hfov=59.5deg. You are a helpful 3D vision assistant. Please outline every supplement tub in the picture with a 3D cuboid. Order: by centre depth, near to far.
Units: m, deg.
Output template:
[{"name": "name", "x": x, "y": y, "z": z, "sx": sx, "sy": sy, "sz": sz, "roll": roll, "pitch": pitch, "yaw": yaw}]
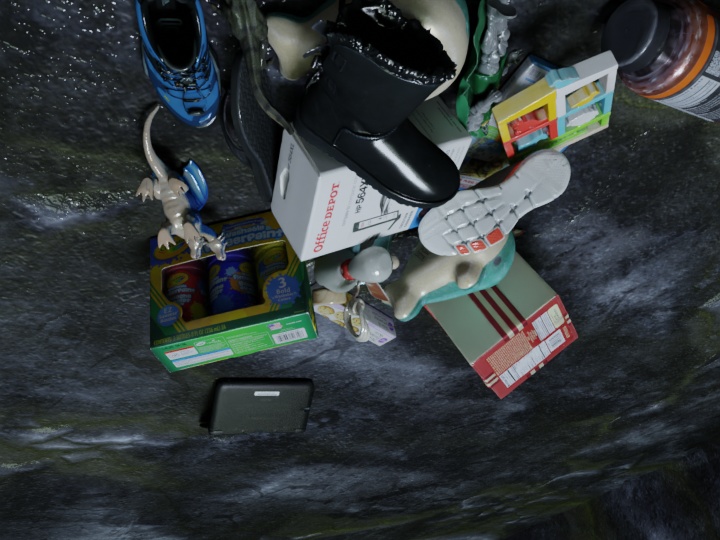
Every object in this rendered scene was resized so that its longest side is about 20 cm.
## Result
[{"name": "supplement tub", "x": 0.360, "y": -0.235, "z": 0.693, "sx": 0.198, "sy": 0.108, "sz": 0.107, "roll": 9, "pitch": 140, "yaw": -27}]

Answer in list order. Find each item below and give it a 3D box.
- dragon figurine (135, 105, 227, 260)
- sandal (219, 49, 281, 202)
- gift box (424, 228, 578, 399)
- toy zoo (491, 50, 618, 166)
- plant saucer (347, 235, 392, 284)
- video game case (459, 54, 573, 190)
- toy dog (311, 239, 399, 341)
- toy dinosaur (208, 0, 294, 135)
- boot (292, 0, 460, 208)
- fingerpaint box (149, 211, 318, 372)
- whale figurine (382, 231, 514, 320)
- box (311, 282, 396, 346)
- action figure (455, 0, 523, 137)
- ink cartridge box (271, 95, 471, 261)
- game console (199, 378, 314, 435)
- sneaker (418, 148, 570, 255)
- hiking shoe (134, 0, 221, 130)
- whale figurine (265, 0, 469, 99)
[{"name": "dragon figurine", "x": -0.214, "y": -0.090, "z": 0.738, "sx": 0.058, "sy": 0.100, "sz": 0.202, "roll": -16, "pitch": 112, "yaw": 4}, {"name": "sandal", "x": -0.122, "y": -0.147, "z": 0.690, "sx": 0.047, "sy": 0.076, "sz": 0.201, "roll": 10, "pitch": 147, "yaw": 10}, {"name": "gift box", "x": 0.217, "y": 0.053, "z": 0.982, "sx": 0.199, "sy": 0.187, "sz": 0.185, "roll": -37, "pitch": 141, "yaw": 0}, {"name": "toy zoo", "x": 0.218, "y": -0.177, "z": 0.708, "sx": 0.130, "sy": 0.021, "sz": 0.200, "roll": -24, "pitch": 165, "yaw": 14}, {"name": "plant saucer", "x": 0.015, "y": -0.040, "z": 0.925, "sx": 0.069, "sy": 0.019, "sz": 0.201, "roll": -6, "pitch": 145, "yaw": -10}, {"name": "video game case", "x": 0.202, "y": -0.169, "z": 0.808, "sx": 0.142, "sy": 0.018, "sz": 0.200, "roll": 11, "pitch": 138, "yaw": -31}, {"name": "toy dog", "x": 0.000, "y": 0.000, "z": 0.842, "sx": 0.095, "sy": 0.200, "sz": 0.134, "roll": -8, "pitch": 112, "yaw": -28}, {"name": "toy dinosaur", "x": -0.101, "y": -0.218, "z": 0.558, "sx": 0.047, "sy": 0.088, "sz": 0.203, "roll": -17, "pitch": 104, "yaw": -11}, {"name": "boot", "x": 0.034, "y": -0.144, "z": 0.567, "sx": 0.197, "sy": 0.074, "sz": 0.162, "roll": 28, "pitch": 154, "yaw": -10}, {"name": "fingerpaint box", "x": -0.167, "y": 0.021, "z": 0.818, "sx": 0.197, "sy": 0.169, "sz": 0.074, "roll": -12, "pitch": 147, "yaw": 0}, {"name": "whale figurine", "x": 0.125, "y": 0.000, "z": 0.868, "sx": 0.200, "sy": 0.159, "sz": 0.104, "roll": -42, "pitch": 119, "yaw": -2}, {"name": "box", "x": -0.011, "y": 0.073, "z": 1.052, "sx": 0.041, "sy": 0.039, "sz": 0.199, "roll": -29, "pitch": 142, "yaw": 23}, {"name": "action figure", "x": 0.136, "y": -0.211, "z": 0.670, "sx": 0.054, "sy": 0.119, "sz": 0.201, "roll": 22, "pitch": 157, "yaw": 12}, {"name": "ink cartridge box", "x": 0.009, "y": -0.107, "z": 0.726, "sx": 0.198, "sy": 0.085, "sz": 0.147, "roll": -19, "pitch": 151, "yaw": -26}, {"name": "game console", "x": -0.213, "y": 0.273, "z": 1.281, "sx": 0.197, "sy": 0.116, "sz": 0.178, "roll": 4, "pitch": 112, "yaw": -24}, {"name": "sneaker", "x": 0.162, "y": -0.080, "z": 0.784, "sx": 0.198, "sy": 0.078, "sz": 0.082, "roll": -26, "pitch": -172, "yaw": 1}, {"name": "hiking shoe", "x": -0.173, "y": -0.199, "z": 0.583, "sx": 0.073, "sy": 0.088, "sz": 0.201, "roll": -9, "pitch": 145, "yaw": -5}, {"name": "whale figurine", "x": 0.007, "y": -0.234, "z": 0.608, "sx": 0.197, "sy": 0.105, "sz": 0.160, "roll": 3, "pitch": 151, "yaw": 21}]
